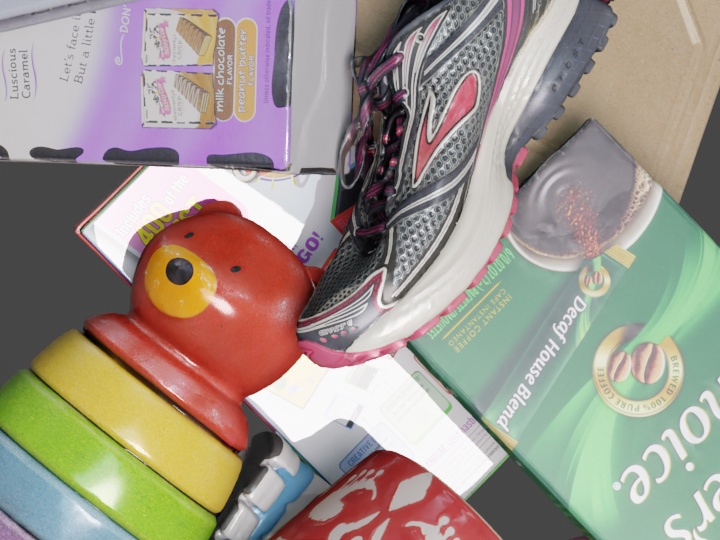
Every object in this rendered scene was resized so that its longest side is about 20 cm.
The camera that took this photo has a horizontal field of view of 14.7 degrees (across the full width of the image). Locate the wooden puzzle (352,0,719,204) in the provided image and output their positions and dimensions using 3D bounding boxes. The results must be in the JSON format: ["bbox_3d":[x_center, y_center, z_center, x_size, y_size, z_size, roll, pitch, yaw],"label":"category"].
[{"bbox_3d":[0.074,-0.124,1.184,0.184,0.037,0.201,25,78,-13],"label":"wooden puzzle"}]

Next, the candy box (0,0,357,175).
[{"bbox_3d":[-0.104,-0.126,1.120,0.199,0.071,0.169,3,92,22],"label":"candy box"}]

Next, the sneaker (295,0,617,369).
[{"bbox_3d":[0.023,-0.053,1.095,0.074,0.080,0.201,34,73,-24],"label":"sneaker"}]

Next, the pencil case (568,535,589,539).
[{"bbox_3d":[0.138,0.137,1.191,0.199,0.087,0.083,-20,74,-4],"label":"pencil case"}]

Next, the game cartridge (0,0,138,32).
[{"bbox_3d":[-0.107,-0.166,1.064,0.199,0.040,0.134,-11,82,21],"label":"game cartridge"}]

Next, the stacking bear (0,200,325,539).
[{"bbox_3d":[-0.095,0.064,1.118,0.121,0.114,0.200,36,86,33],"label":"stacking bear"}]

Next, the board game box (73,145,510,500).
[{"bbox_3d":[0.000,0.000,1.194,0.153,0.040,0.200,-44,96,-4],"label":"board game box"}]

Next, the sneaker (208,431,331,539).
[{"bbox_3d":[-0.061,0.172,1.168,0.086,0.075,0.200,34,99,-13],"label":"sneaker"}]

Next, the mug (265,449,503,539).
[{"bbox_3d":[-0.014,0.184,1.067,0.200,0.177,0.134,-42,140,-18],"label":"mug"}]

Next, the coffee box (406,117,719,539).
[{"bbox_3d":[0.120,0.050,1.131,0.123,0.044,0.200,-42,88,-5],"label":"coffee box"}]
